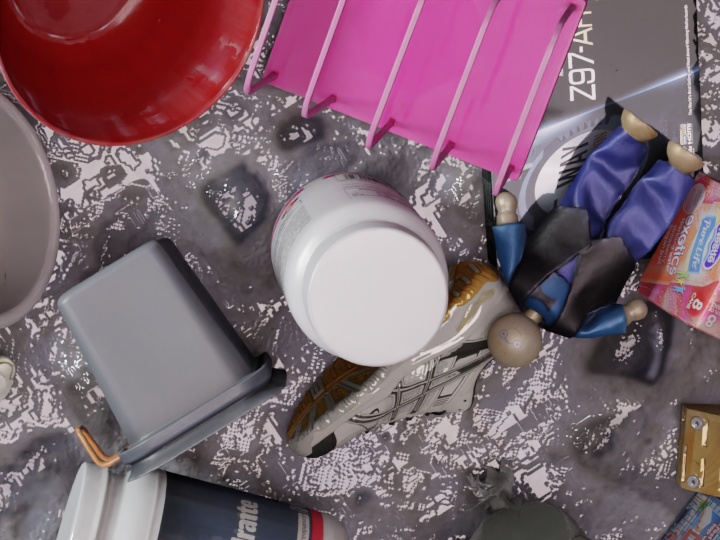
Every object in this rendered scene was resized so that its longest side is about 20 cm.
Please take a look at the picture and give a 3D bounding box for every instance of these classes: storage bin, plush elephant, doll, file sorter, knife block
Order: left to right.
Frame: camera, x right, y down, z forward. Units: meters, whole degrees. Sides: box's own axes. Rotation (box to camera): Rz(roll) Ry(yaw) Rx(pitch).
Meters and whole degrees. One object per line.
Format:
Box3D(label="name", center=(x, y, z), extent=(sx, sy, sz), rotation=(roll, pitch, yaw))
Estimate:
Box3D(label="storage bin", center=(-0.147, 0.058, 1.676), extent=(0.146, 0.200, 0.134), rotation=(-32, 91, 0))
Box3D(label="file sorter", center=(0.035, -0.153, 1.654), extent=(0.200, 0.125, 0.139), rotation=(22, 105, 5))
Box3D(label="plush elephant", center=(0.122, 0.257, 1.764), extent=(0.165, 0.200, 0.155), rotation=(-12, 125, -3))
Box3D(label="doll", center=(0.156, -0.017, 1.712), extent=(0.136, 0.048, 0.200), rotation=(35, 91, 5))
Box3D(label="knife block", center=(0.365, 0.140, 1.819), extent=(0.200, 0.176, 0.064), rotation=(11, 101, 37))

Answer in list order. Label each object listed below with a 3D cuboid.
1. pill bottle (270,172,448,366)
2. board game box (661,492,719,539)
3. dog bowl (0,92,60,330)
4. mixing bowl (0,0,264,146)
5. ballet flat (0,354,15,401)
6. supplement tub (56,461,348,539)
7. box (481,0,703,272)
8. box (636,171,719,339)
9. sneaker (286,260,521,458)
Box3D(label="pill bottle", center=(0.000, 0.000, 1.670), extent=(0.113, 0.200, 0.113), rotation=(-1, 101, -6))
Box3D(label="board game box", center=(0.336, 0.261, 1.758), extent=(0.200, 0.200, 0.062), rotation=(36, 94, -11))
Box3D(label="dog bowl", center=(-0.282, -0.042, 1.632), extent=(0.059, 0.200, 0.200), rotation=(-11, 104, 33))
Box3D(label="mixing bowl", center=(-0.178, -0.197, 1.645), extent=(0.200, 0.108, 0.200), rotation=(-12, 116, -26))
Box3D(label="ballet flat", center=(-0.285, 0.054, 1.715), extent=(0.073, 0.073, 0.200), rotation=(-11, 99, -5))
Box3D(label="supplement tub", center=(-0.120, 0.222, 1.728), extent=(0.200, 0.140, 0.140), rotation=(15, 98, -9))
Box3D(label="box", center=(0.168, -0.106, 1.750), extent=(0.160, 0.044, 0.200), rotation=(-5, 101, -6))
Box3D(label="box", center=(0.317, 0.020, 1.740), extent=(0.200, 0.095, 0.103), rotation=(25, 97, -27))
Box3D(label="sneaker", center=(0.039, 0.086, 1.756), extent=(0.200, 0.076, 0.088), rotation=(-38, 113, 8))
